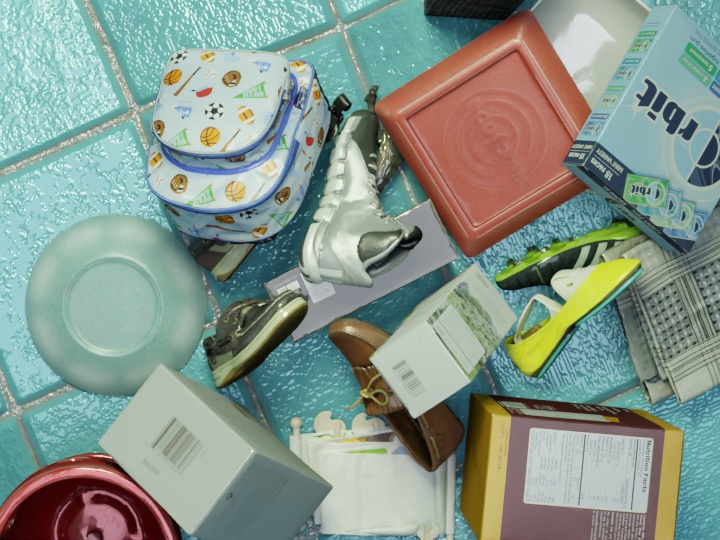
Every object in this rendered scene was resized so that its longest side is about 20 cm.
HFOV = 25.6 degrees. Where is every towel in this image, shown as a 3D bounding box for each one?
[{"bbox_3d":[0.375,0.033,1.736,0.199,0.035,0.193,-23,105,-10],"label":"towel"}]

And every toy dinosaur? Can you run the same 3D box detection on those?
[{"bbox_3d":[0.029,-0.149,1.737,0.088,0.047,0.200,34,93,-10],"label":"toy dinosaur"}]

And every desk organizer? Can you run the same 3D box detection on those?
[{"bbox_3d":[0.000,0.000,1.721,0.199,0.077,0.072,-27,92,-2],"label":"desk organizer"}]

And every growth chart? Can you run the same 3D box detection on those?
[{"bbox_3d":[0.015,0.232,1.759,0.199,0.018,0.146,6,91,-3],"label":"growth chart"}]

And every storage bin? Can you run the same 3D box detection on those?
[{"bbox_3d":[0.122,-0.342,1.656,0.093,0.200,0.136,3,91,-3],"label":"storage bin"}]

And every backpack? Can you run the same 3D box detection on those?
[{"bbox_3d":[-0.131,-0.129,1.629,0.199,0.154,0.191,2,69,20],"label":"backpack"}]

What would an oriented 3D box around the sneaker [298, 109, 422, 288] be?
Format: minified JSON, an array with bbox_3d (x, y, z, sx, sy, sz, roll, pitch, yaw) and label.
[{"bbox_3d":[0.018,-0.068,1.660,0.115,0.075,0.201,12,72,17],"label":"sneaker"}]

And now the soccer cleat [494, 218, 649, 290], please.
[{"bbox_3d":[0.248,-0.003,1.742,0.199,0.068,0.081,-18,96,-5],"label":"soccer cleat"}]

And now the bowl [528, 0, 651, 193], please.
[{"bbox_3d":[0.247,-0.206,1.731,0.200,0.075,0.200,42,89,-2],"label":"bowl"}]

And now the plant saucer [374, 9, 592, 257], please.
[{"bbox_3d":[0.144,-0.141,1.679,0.199,0.037,0.200,-31,97,14],"label":"plant saucer"}]

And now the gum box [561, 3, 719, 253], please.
[{"bbox_3d":[0.326,-0.148,1.665,0.170,0.044,0.201,35,79,-26],"label":"gum box"}]

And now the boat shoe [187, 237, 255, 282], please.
[{"bbox_3d":[-0.113,-0.082,1.715,0.065,0.073,0.200,35,89,-7],"label":"boat shoe"}]

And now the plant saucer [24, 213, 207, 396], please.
[{"bbox_3d":[-0.269,0.038,1.728,0.200,0.039,0.202,0,91,-3],"label":"plant saucer"}]

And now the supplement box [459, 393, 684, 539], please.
[{"bbox_3d":[0.219,0.214,1.679,0.199,0.197,0.134,5,91,-3],"label":"supplement box"}]

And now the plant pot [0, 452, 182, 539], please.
[{"bbox_3d":[-0.281,0.290,1.661,0.199,0.183,0.202,0,92,-2],"label":"plant pot"}]

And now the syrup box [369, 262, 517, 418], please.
[{"bbox_3d":[0.091,0.070,1.664,0.081,0.200,0.079,-35,93,25],"label":"syrup box"}]

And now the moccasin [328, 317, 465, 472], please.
[{"bbox_3d":[0.031,0.133,1.697,0.078,0.073,0.202,-52,120,-31],"label":"moccasin"}]

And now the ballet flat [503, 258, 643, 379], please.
[{"bbox_3d":[0.221,0.040,1.703,0.067,0.067,0.200,44,129,8],"label":"ballet flat"}]

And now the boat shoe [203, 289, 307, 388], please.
[{"bbox_3d":[-0.120,0.064,1.660,0.073,0.200,0.065,-33,83,-37],"label":"boat shoe"}]

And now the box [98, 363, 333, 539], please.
[{"bbox_3d":[-0.146,0.203,1.636,0.152,0.200,0.106,38,89,29],"label":"box"}]
